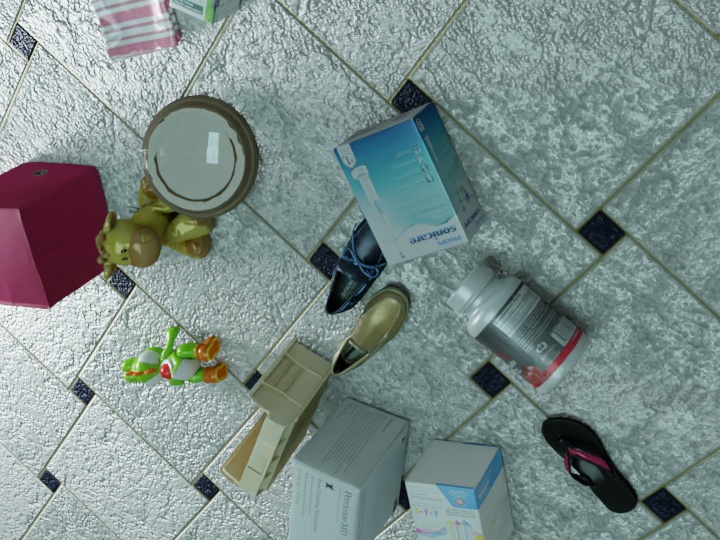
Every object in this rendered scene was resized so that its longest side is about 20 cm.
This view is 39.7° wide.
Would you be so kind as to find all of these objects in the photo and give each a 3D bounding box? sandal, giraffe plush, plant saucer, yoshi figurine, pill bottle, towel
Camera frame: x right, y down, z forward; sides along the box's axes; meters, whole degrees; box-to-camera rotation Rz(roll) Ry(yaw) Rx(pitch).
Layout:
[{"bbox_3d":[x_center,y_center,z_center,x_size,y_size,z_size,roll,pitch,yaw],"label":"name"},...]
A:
[{"bbox_3d":[0.363,0.312,1.579,0.200,0.045,0.075,49,128,-3],"label":"sandal"},{"bbox_3d":[-0.372,-0.066,1.707,0.199,0.162,0.173,-5,113,30],"label":"giraffe plush"},{"bbox_3d":[-0.264,-0.183,1.621,0.199,0.029,0.201,2,100,9],"label":"plant saucer"},{"bbox_3d":[-0.351,0.171,1.890,0.199,0.113,0.112,-7,154,17],"label":"yoshi figurine"},{"bbox_3d":[0.230,0.080,1.484,0.200,0.111,0.111,40,128,5],"label":"pill bottle"},{"bbox_3d":[-0.375,-0.441,1.588,0.146,0.030,0.201,-5,113,30],"label":"towel"}]

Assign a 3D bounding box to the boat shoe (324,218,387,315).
[{"bbox_3d":[0.000,0.000,1.595,0.084,0.069,0.200,29,126,13],"label":"boat shoe"}]

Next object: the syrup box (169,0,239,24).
[{"bbox_3d":[-0.214,-0.472,1.448,0.079,0.081,0.200,26,127,14],"label":"syrup box"}]

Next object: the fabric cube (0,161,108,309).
[{"bbox_3d":[-0.591,-0.067,1.808,0.196,0.199,0.201,5,118,28],"label":"fabric cube"}]

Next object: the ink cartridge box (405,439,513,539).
[{"bbox_3d":[0.172,0.408,1.688,0.128,0.125,0.201,0,115,29],"label":"ink cartridge box"}]

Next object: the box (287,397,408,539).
[{"bbox_3d":[-0.020,0.367,1.726,0.130,0.200,0.199,18,123,20],"label":"box"}]

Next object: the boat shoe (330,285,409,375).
[{"bbox_3d":[0.013,0.109,1.643,0.072,0.076,0.200,38,127,6],"label":"boat shoe"}]

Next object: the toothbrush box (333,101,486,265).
[{"bbox_3d":[0.074,-0.125,1.475,0.146,0.085,0.200,-18,106,34],"label":"toothbrush box"}]

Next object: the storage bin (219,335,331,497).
[{"bbox_3d":[-0.146,0.258,1.739,0.094,0.199,0.200,29,126,8],"label":"storage bin"}]
